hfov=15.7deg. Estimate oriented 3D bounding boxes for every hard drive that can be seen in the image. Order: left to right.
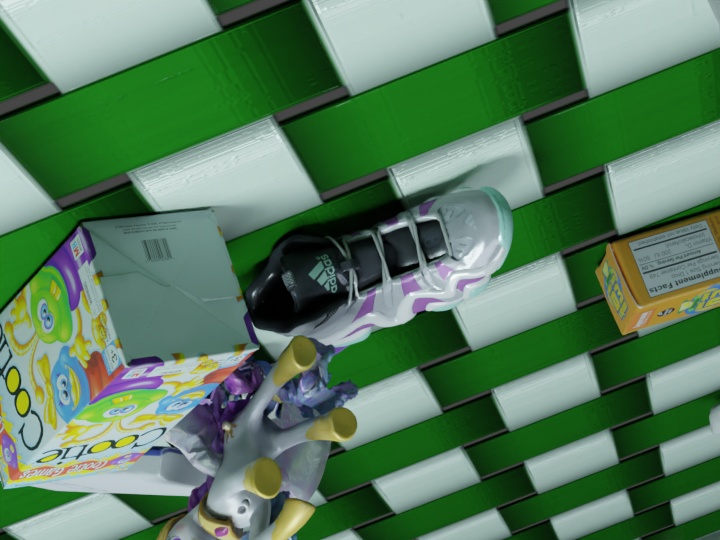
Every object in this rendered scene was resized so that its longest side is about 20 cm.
[{"bbox_3d":[-0.188,0.150,1.966,0.199,0.026,0.132,-1,169,34],"label":"hard drive"}]

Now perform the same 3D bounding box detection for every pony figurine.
[{"bbox_3d":[-0.079,0.122,1.800,0.166,0.194,0.200,28,144,-19],"label":"pony figurine"}]

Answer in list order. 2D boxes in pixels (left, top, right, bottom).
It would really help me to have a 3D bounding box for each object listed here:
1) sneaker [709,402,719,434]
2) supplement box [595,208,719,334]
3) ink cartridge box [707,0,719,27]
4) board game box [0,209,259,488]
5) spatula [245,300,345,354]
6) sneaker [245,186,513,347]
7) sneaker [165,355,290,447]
[{"bbox_3d":[0.435,0.152,2.762,0.080,0.071,0.200,-20,159,31],"label":"sneaker"},{"bbox_3d":[0.294,-0.011,2.107,0.199,0.069,0.067,-15,160,-11],"label":"supplement box"},{"bbox_3d":[0.300,-0.199,1.525,0.199,0.084,0.144,-26,162,18],"label":"ink cartridge box"},{"bbox_3d":[-0.168,0.054,1.726,0.104,0.104,0.200,-7,158,-35],"label":"board game box"},{"bbox_3d":[-0.040,0.040,1.959,0.056,0.021,0.200,-40,154,18],"label":"spatula"},{"bbox_3d":[0.000,0.000,1.795,0.199,0.078,0.139,-32,160,31],"label":"sneaker"},{"bbox_3d":[-0.111,0.094,1.994,0.088,0.075,0.200,-41,160,8],"label":"sneaker"}]
